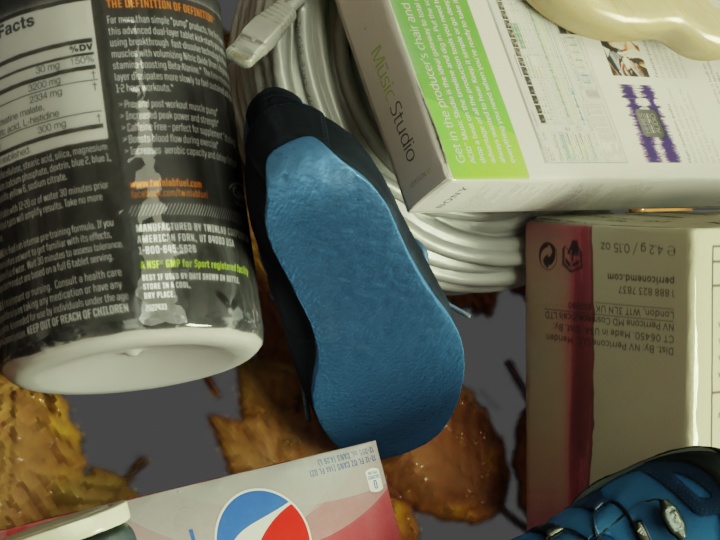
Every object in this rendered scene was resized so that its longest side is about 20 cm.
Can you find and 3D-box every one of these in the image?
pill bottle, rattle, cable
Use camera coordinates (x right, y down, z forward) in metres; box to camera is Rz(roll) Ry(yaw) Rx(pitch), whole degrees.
[{"bbox_3d":[-0.102,-0.057,0.863,0.106,0.106,0.200,1,74,-34],"label":"pill bottle"},{"bbox_3d":[0.158,-0.155,0.917,0.200,0.143,0.130,36,48,-13],"label":"rattle"},{"bbox_3d":[0.034,-0.083,0.988,0.200,0.069,0.200,42,55,-17],"label":"cable"}]

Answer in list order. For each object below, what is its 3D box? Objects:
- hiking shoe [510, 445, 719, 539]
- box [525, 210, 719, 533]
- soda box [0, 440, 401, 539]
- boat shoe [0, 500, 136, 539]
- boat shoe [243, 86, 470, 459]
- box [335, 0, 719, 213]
[{"bbox_3d":[0.074,0.138,0.857,0.074,0.200,0.087,59,18,13],"label":"hiking shoe"},{"bbox_3d":[0.153,0.074,0.953,0.128,0.109,0.200,-3,95,-38],"label":"box"},{"bbox_3d":[-0.081,0.120,0.841,0.200,0.070,0.064,-11,83,-36],"label":"soda box"},{"bbox_3d":[-0.155,0.142,0.721,0.200,0.075,0.062,-29,81,7],"label":"boat shoe"},{"bbox_3d":[0.000,0.000,0.889,0.084,0.200,0.069,-18,49,-7],"label":"boat shoe"},{"bbox_3d":[0.083,-0.096,0.946,0.200,0.036,0.145,-1,65,-39],"label":"box"}]
